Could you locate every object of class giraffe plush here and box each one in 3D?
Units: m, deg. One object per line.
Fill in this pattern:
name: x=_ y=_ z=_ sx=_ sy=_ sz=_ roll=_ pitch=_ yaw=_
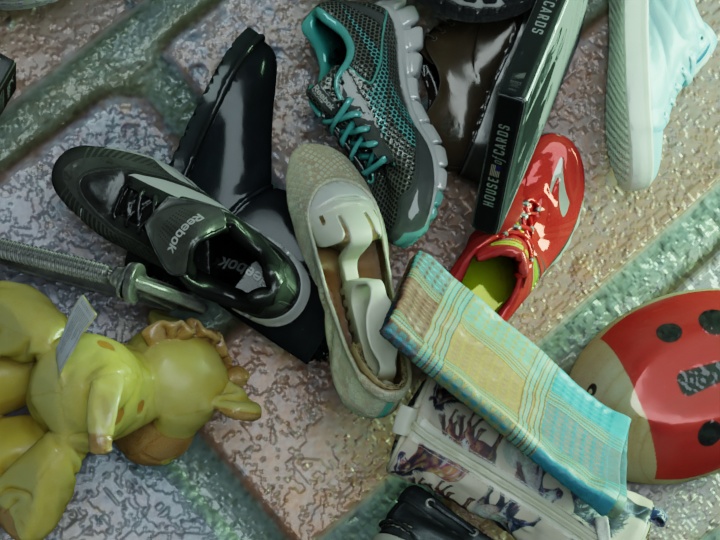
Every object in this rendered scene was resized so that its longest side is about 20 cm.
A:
giraffe plush: x=-0.167 y=0.081 z=1.469 sx=0.162 sy=0.200 sz=0.173 roll=-1 pitch=62 yaw=-43

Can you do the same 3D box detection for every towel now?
towel: x=0.103 y=0.074 z=1.443 sx=0.200 sy=0.147 sz=0.022 roll=40 pitch=111 yaw=-6

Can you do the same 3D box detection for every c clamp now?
c clamp: x=-0.206 y=-0.002 z=1.450 sx=0.199 sy=0.171 sz=0.027 roll=14 pitch=82 yaw=12

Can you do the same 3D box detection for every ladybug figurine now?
ladybug figurine: x=0.245 y=0.080 z=1.564 sx=0.199 sy=0.072 sz=0.136 roll=-23 pitch=83 yaw=-13

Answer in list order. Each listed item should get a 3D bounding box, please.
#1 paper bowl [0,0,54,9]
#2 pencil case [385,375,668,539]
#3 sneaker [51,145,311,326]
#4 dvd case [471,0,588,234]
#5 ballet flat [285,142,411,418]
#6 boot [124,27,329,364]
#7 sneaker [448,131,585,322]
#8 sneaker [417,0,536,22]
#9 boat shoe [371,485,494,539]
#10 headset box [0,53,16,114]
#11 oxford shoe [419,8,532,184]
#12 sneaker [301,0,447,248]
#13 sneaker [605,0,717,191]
paper bowl: x=-0.255 y=-0.285 z=1.530 sx=0.199 sy=0.104 sz=0.202 roll=2 pitch=78 yaw=-9
pencil case: x=0.109 y=0.148 z=1.473 sx=0.199 sy=0.089 sz=0.078 roll=31 pitch=83 yaw=0
sneaker: x=-0.124 y=-0.030 z=1.455 sx=0.199 sy=0.091 sz=0.067 roll=31 pitch=89 yaw=4
dvd case: x=0.128 y=-0.145 z=1.519 sx=0.025 sy=0.151 sz=0.201 roll=18 pitch=55 yaw=8
ballet flat: x=0.000 y=0.000 z=1.463 sx=0.067 sy=0.062 sz=0.201 roll=-11 pitch=78 yaw=-23
boot: x=-0.055 y=-0.052 z=1.537 sx=0.167 sy=0.076 sz=0.201 roll=25 pitch=83 yaw=0
sneaker: x=0.111 y=-0.014 z=1.554 sx=0.077 sy=0.085 sz=0.201 roll=30 pitch=77 yaw=-4
sneaker: x=0.048 y=-0.238 z=1.561 sx=0.199 sy=0.074 sz=0.081 roll=18 pitch=35 yaw=19
boat shoe: x=0.104 y=0.213 z=1.515 sx=0.198 sy=0.075 sz=0.066 roll=26 pitch=67 yaw=-5
headset box: x=-0.352 y=-0.088 z=1.499 sx=0.148 sy=0.075 sz=0.201 roll=27 pitch=76 yaw=-3
oxford shoe: x=0.084 y=-0.172 z=1.588 sx=0.084 sy=0.073 sz=0.201 roll=19 pitch=76 yaw=-2
sneaker: x=0.002 y=-0.109 z=1.540 sx=0.091 sy=0.078 sz=0.201 roll=7 pitch=59 yaw=-34
sneaker: x=0.230 y=-0.157 z=1.607 sx=0.081 sy=0.074 sz=0.202 roll=4 pitch=79 yaw=-5
